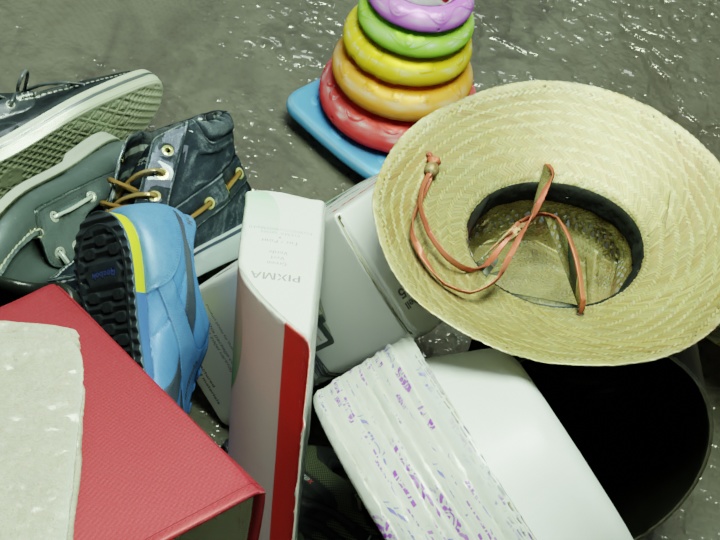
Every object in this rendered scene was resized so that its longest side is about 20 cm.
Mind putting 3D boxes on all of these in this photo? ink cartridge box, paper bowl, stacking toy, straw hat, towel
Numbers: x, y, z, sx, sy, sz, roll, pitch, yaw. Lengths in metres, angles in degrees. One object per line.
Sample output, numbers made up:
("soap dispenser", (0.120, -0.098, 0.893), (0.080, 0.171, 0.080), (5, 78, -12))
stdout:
("ink cartridge box", (0.000, 0.000, 1.470), (0.145, 0.200, 0.084), (-35, 95, -38))
("ink cartridge box", (-0.048, 0.079, 1.309), (0.050, 0.161, 0.200), (6, 34, 1))
("paper bowl", (0.068, 0.122, 1.320), (0.104, 0.201, 0.201), (-33, 53, 1))
("stacking toy", (0.035, -0.163, 1.651), (0.116, 0.200, 0.110), (-29, 57, -36))
("straw hat", (0.098, -0.003, 1.352), (0.200, 0.085, 0.201), (6, 51, -7))
("towel", (-0.199, 0.099, 1.204), (0.132, 0.035, 0.200), (5, 44, -4))

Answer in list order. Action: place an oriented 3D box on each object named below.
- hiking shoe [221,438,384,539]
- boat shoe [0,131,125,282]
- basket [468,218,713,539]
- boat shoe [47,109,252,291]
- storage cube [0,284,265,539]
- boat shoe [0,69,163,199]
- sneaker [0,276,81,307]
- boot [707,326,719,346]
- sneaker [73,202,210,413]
("hiking shoe", (-0.013, 0.162, 1.395), (0.100, 0.076, 0.200), (-8, 46, -16))
("boat shoe", (-0.179, -0.018, 1.548), (0.062, 0.073, 0.200), (25, 39, 14))
("basket", (0.130, 0.047, 1.497), (0.136, 0.180, 0.200), (37, 32, -16))
("boat shoe", (-0.133, -0.032, 1.525), (0.071, 0.091, 0.200), (-7, 13, 32))
("storage cube", (-0.177, 0.147, 1.307), (0.200, 0.171, 0.180), (-27, 54, -33))
("boat shoe", (-0.213, -0.087, 1.611), (0.200, 0.075, 0.062), (-27, 61, -27))
("sneaker", (-0.245, 0.025, 1.373), (0.199, 0.079, 0.076), (3, 56, -23))
("boot", (0.274, 0.059, 1.559), (0.073, 0.200, 0.156), (-43, 102, -10))
("sneaker", (-0.111, 0.062, 1.427), (0.066, 0.201, 0.078), (-5, -3, 45))
